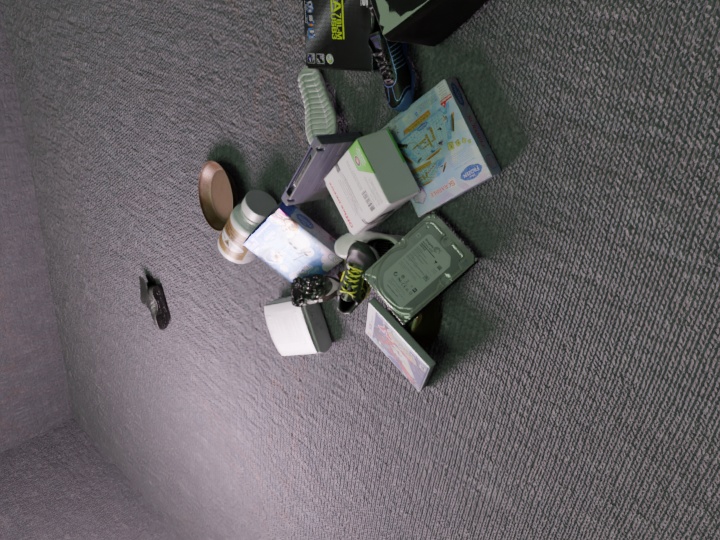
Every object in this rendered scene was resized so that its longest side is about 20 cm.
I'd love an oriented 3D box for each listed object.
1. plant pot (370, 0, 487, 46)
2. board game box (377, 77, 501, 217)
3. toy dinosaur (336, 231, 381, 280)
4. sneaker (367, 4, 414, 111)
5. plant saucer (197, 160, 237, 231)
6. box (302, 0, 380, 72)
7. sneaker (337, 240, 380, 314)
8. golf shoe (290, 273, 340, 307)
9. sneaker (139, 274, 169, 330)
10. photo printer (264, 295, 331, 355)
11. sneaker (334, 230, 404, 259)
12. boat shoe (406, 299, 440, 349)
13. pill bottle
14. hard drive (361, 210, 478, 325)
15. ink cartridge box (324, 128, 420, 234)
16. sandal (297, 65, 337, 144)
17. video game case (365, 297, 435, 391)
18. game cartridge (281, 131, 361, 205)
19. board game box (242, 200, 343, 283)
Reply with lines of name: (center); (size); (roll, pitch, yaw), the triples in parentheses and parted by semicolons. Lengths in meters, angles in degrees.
plant pot: (0.121, -0.506, 0.971); (0.177, 0.200, 0.200); (-19, 94, 36)
board game box: (0.148, -0.234, 1.162); (0.200, 0.041, 0.200); (-27, 88, 47)
toy dinosaur: (0.000, 0.000, 1.397); (0.101, 0.058, 0.200); (57, 136, 10)
sneaker: (0.052, -0.405, 1.132); (0.070, 0.078, 0.201); (0, 97, 49)
plant saucer: (-0.399, -0.211, 1.692); (0.200, 0.037, 0.201); (15, 111, 46)
box: (-0.036, -0.513, 1.215); (0.193, 0.047, 0.200); (21, 122, 40)
sneaker: (-0.007, 0.022, 1.289); (0.074, 0.085, 0.200); (20, 139, 12)
golf shoe: (-0.108, 0.053, 1.475); (0.200, 0.094, 0.078); (-6, 82, 60)
sneaker: (-0.761, 0.116, 2.188); (0.104, 0.060, 0.200); (3, 104, 42)
photo printer: (-0.180, 0.151, 1.628); (0.200, 0.069, 0.167); (-14, 97, 47)
sneaker: (0.019, -0.056, 1.318); (0.200, 0.071, 0.073); (-1, 90, 32)
boat shoe: (0.132, 0.090, 1.307); (0.065, 0.073, 0.200); (-126, 31, -47)
pill bottle: (-0.299, -0.117, 1.594); (0.114, 0.114, 0.200); (53, 135, 13)
hard drive: (0.120, -0.004, 1.211); (0.200, 0.038, 0.140); (-41, 75, 6)
ink cartridge box: (0.018, -0.179, 1.246); (0.146, 0.084, 0.200); (63, 153, 4)
sandal: (-0.085, -0.360, 1.333); (0.082, 0.050, 0.203); (-12, 86, 31)
video game case: (0.085, 0.173, 1.360); (0.200, 0.023, 0.182); (46, 160, 19)
game cartridge: (-0.086, -0.227, 1.328); (0.038, 0.130, 0.200); (54, 135, 15)
board game box: (-0.164, -0.058, 1.477); (0.199, 0.043, 0.200); (38, 138, -15)
